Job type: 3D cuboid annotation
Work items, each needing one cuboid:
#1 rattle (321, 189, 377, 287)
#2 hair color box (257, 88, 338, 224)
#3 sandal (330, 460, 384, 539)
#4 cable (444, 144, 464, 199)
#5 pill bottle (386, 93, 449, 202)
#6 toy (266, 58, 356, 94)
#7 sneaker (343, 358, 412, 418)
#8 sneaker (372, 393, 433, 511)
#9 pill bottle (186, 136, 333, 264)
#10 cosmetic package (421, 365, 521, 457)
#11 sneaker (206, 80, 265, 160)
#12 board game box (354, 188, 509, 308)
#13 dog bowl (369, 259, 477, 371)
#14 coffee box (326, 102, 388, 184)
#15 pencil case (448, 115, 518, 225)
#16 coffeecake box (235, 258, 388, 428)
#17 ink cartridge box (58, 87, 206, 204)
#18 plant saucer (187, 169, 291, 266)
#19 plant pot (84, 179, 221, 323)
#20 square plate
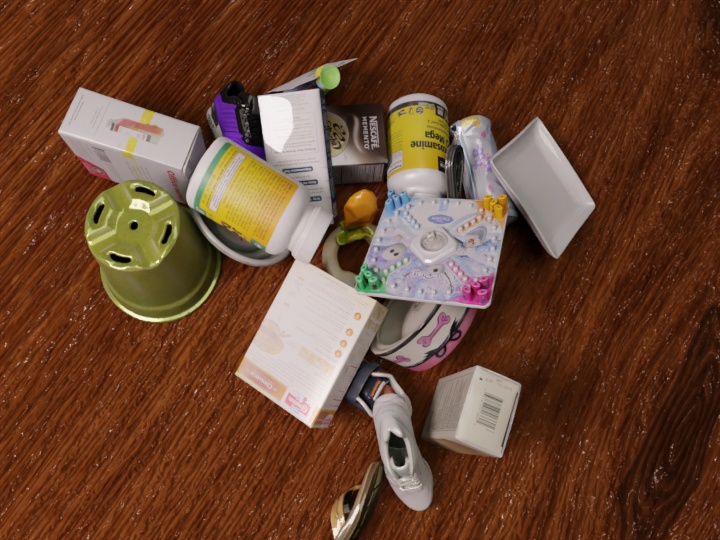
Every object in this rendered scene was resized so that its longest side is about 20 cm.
[{"bbox_3d":[0.000,0.000,0.920,0.128,0.142,0.205,22,66,-19],"label":"rattle"},{"bbox_3d":[-0.096,-0.174,0.902,0.097,0.061,0.206,-4,103,6],"label":"hair color box"},{"bbox_3d":[-0.023,0.375,0.852,0.053,0.081,0.203,23,76,23],"label":"sandal"},{"bbox_3d":[0.147,-0.100,0.949,0.096,0.050,0.205,-33,117,-39],"label":"cable"},{"bbox_3d":[0.100,-0.189,0.991,0.109,0.113,0.206,2,75,-6],"label":"pill bottle"},{"bbox_3d":[-0.082,-0.317,0.983,0.113,0.199,0.048,-30,110,-14],"label":"toy"},{"bbox_3d":[-0.002,0.174,0.900,0.197,0.080,0.080,30,75,4],"label":"sneaker"},{"bbox_3d":[0.061,0.286,0.841,0.069,0.081,0.204,-17,112,7],"label":"sneaker"},{"bbox_3d":[-0.142,-0.095,0.835,0.197,0.113,0.115,30,73,-6],"label":"pill bottle"},{"bbox_3d":[0.157,0.211,0.844,0.070,0.200,0.107,22,74,-1],"label":"cosmetic package"},{"bbox_3d":[-0.191,-0.240,0.949,0.069,0.100,0.202,3,47,-50],"label":"sneaker"},{"bbox_3d":[0.106,-0.042,0.837,0.195,0.026,0.203,5,51,21],"label":"board game box"},{"bbox_3d":[0.102,0.066,0.888,0.073,0.199,0.203,37,73,-14],"label":"dog bowl"},{"bbox_3d":[-0.054,-0.216,0.992,0.194,0.080,0.116,-4,75,-3],"label":"coffee box"},{"bbox_3d":[0.214,-0.170,1.010,0.082,0.090,0.205,-21,76,30],"label":"pencil case"},{"bbox_3d":[-0.073,0.108,0.867,0.151,0.073,0.203,27,86,23],"label":"coffeecake box"},{"bbox_3d":[-0.353,-0.192,0.924,0.195,0.145,0.085,18,72,-2],"label":"ink cartridge box"},{"bbox_3d":[-0.197,-0.086,0.932,0.197,0.050,0.204,27,44,-28],"label":"plant saucer"},{"bbox_3d":[-0.321,-0.038,0.864,0.194,0.185,0.206,2,75,-6],"label":"plant pot"},{"bbox_3d":[0.320,-0.147,1.006,0.198,0.028,0.202,-40,97,-39],"label":"square plate"}]
